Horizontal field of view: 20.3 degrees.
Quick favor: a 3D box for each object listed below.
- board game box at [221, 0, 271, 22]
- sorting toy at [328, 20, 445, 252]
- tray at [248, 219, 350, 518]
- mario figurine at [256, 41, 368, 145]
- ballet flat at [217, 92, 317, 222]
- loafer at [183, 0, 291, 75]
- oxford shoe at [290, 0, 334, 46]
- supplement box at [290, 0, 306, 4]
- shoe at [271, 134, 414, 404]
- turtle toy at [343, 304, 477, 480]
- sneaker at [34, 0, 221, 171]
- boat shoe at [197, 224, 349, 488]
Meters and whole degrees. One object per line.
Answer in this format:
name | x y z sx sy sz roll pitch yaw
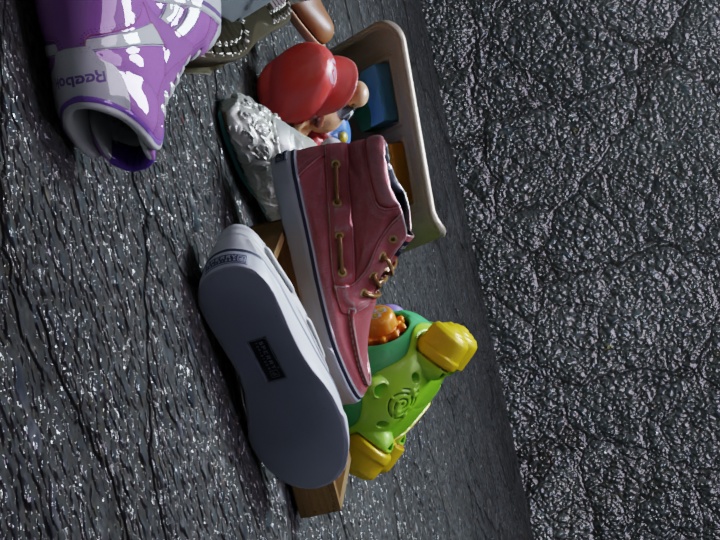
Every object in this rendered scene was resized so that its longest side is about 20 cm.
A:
board game box | -0.117 -0.266 1.237 0.201 0.064 0.147 63 9 9
sorting toy | 0.001 -0.110 1.850 0.185 0.036 0.202 -21 -99 59
tray | -0.051 0.072 1.500 0.099 0.037 0.202 -77 155 -73
mario figurine | -0.020 -0.124 1.740 0.123 0.106 0.201 44 -16 25
ballet flat | -0.055 -0.071 1.581 0.201 0.071 0.072 68 12 -47
loafer | -0.109 -0.163 1.332 0.077 0.067 0.200 61 25 0
oxford shoe | -0.060 -0.286 1.721 0.071 0.071 0.202 -54 121 -81
supplement box | -0.040 -0.273 1.500 0.074 0.198 0.127 49 29 -81
shoe | 0.000 0.000 1.509 0.072 0.090 0.202 -70 147 -75
turtle toy | 0.019 0.088 1.677 0.101 0.146 0.200 37 4 7
sneaker | -0.129 -0.111 1.134 0.200 0.072 0.116 -2 84 -72
boat shoe | -0.053 0.058 1.368 0.066 0.073 0.201 -83 161 -55
